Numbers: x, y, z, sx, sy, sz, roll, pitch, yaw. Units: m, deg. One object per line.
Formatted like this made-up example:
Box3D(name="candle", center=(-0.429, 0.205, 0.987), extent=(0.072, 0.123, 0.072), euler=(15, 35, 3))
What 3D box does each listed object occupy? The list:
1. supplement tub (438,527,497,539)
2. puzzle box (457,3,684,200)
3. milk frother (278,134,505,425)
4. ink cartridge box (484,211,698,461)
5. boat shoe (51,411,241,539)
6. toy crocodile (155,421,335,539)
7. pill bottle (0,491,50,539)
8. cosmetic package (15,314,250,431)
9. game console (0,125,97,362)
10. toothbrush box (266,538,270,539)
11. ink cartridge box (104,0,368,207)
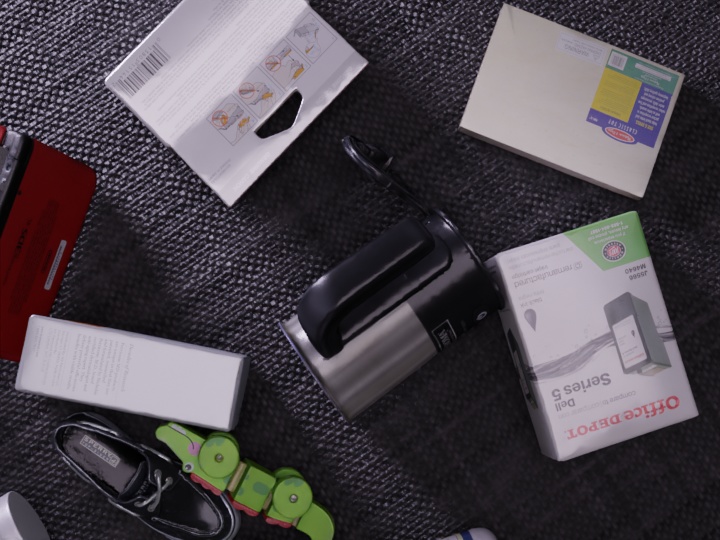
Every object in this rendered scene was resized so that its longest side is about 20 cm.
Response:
Box3D(name="supplement tub", center=(0.048, 0.332, 1.008), extent=(0.197, 0.145, 0.147), euler=(-17, 87, -3))
Box3D(name="puzzle box", center=(0.210, -0.167, 1.108), extent=(0.197, 0.025, 0.135), euler=(22, 85, 0))
Box3D(name="milk frother", center=(0.000, 0.000, 1.049), extent=(0.187, 0.181, 0.200), euler=(-36, 45, -4))
Box3D(name="ink cartridge box", center=(0.218, 0.063, 1.062), extent=(0.143, 0.084, 0.203), euler=(-17, 87, -3))
Box3D(name="boat shoe", center=(-0.203, 0.200, 1.047), extent=(0.199, 0.068, 0.072), euler=(35, 86, 1))
Box3D(name="toy crocodile", center=(-0.107, 0.200, 1.041), extent=(0.198, 0.067, 0.062), euler=(31, 84, -9))
Box3D(name="pill bottle", center=(-0.385, 0.290, 1.013), extent=(0.198, 0.112, 0.113), euler=(-32, 88, -4))
Box3D(name="cosmetic package", center=(-0.208, 0.096, 1.038), extent=(0.197, 0.101, 0.072), euler=(12, 85, -2))
Box3D(name="game console", center=(-0.365, -0.035, 1.036), extent=(0.117, 0.172, 0.203), euler=(18, 85, 27))
Box3D(name="toothbrush box", center=(-0.099, 0.334, 0.976), extent=(0.085, 0.200, 0.148), euler=(-18, 86, -3))
Box3D(name="ink cartridge box", center=(-0.120, -0.190, 1.088), extent=(0.176, 0.045, 0.200), euler=(45, 86, 2))
